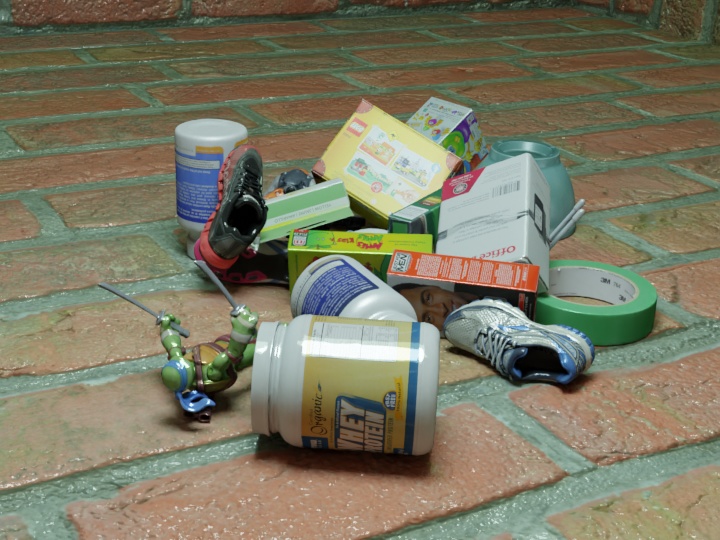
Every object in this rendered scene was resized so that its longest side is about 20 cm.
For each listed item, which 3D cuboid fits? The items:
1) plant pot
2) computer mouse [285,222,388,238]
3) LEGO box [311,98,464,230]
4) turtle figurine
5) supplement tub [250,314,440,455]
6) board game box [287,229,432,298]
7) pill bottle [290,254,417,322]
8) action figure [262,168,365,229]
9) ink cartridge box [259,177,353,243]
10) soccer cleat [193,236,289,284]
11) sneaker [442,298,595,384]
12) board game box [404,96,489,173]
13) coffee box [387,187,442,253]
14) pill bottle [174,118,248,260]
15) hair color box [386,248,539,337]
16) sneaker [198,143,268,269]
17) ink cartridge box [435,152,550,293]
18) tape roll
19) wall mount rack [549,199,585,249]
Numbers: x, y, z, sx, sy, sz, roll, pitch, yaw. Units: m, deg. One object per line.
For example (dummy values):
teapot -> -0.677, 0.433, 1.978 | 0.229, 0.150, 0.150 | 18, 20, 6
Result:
plant pot -> 0.276, -0.146, 2.004 | 0.197, 0.136, 0.201 | 2, 22, -1
computer mouse -> -0.007, -0.047, 1.777 | 0.198, 0.044, 0.109 | 11, -6, -21
LEGO box -> 0.044, -0.155, 1.870 | 0.199, 0.150, 0.077 | 33, -12, 16
turtle figurine -> -0.167, 0.064, 1.382 | 0.193, 0.143, 0.201 | 1, 57, -59
supplement tub -> -0.014, 0.124, 1.286 | 0.197, 0.147, 0.145 | 3, 22, 3
board game box -> 0.000, 0.000, 1.636 | 0.197, 0.102, 0.048 | 2, 40, 3
pill bottle -> 0.003, 0.068, 1.460 | 0.118, 0.121, 0.200 | -8, 24, -25
action figure -> -0.087, -0.117, 1.931 | 0.197, 0.106, 0.194 | 7, 23, 2
ink cartridge box -> -0.087, -0.091, 1.729 | 0.144, 0.049, 0.200 | -17, 7, -1
soccer cleat -> -0.146, -0.015, 1.736 | 0.197, 0.071, 0.086 | 10, 11, 5
sneaker -> 0.193, 0.094, 1.483 | 0.198, 0.078, 0.085 | 12, 28, 22
board game box -> 0.110, -0.185, 2.002 | 0.200, 0.103, 0.104 | -46, 43, -18
coffee box -> 0.103, -0.047, 1.757 | 0.044, 0.125, 0.199 | 13, 22, 28
pill bottle -> -0.227, -0.121, 1.789 | 0.110, 0.203, 0.112 | 2, 22, -1
hair color box -> 0.136, 0.038, 1.567 | 0.197, 0.102, 0.062 | 6, 38, 11
sneaker -> -0.167, -0.102, 1.665 | 0.070, 0.202, 0.098 | 29, -34, -26
ink cartridge box -> 0.189, -0.052, 1.662 | 0.144, 0.084, 0.202 | -16, 45, 27
tape roll -> 0.319, 0.042, 1.661 | 0.198, 0.049, 0.201 | 2, 21, -1
wall mount rack -> 0.263, -0.054, 1.798 | 0.171, 0.076, 0.200 | -8, 10, 13
